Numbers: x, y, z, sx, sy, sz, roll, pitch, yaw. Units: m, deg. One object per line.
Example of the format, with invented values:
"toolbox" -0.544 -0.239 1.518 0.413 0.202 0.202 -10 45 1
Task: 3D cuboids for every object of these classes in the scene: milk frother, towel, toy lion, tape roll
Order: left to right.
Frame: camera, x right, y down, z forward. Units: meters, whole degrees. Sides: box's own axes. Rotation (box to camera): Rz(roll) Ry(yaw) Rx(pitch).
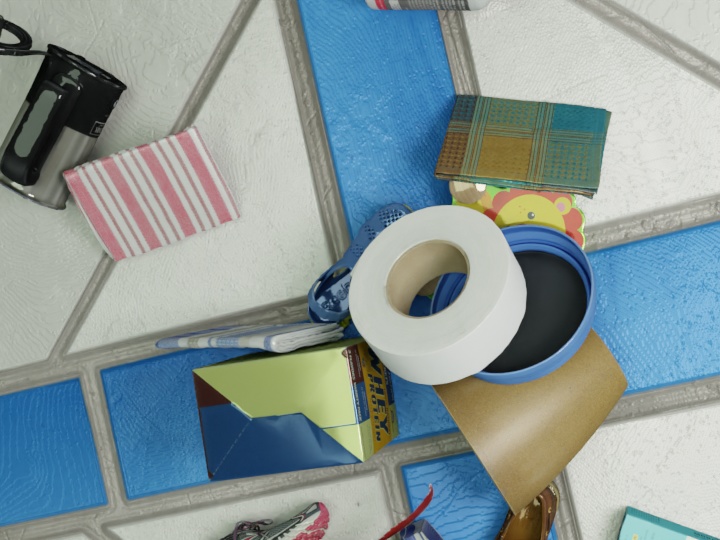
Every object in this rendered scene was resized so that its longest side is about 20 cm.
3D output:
"milk frother" -0.446 -0.213 1.585 0.198 0.180 0.190 32 97 15
"towel" -0.272 -0.102 1.581 0.197 0.030 0.148 -18 124 10
"towel" -0.137 0.086 1.503 0.197 0.146 0.024 -3 92 34
"tape roll" 0.087 0.026 1.388 0.200 0.071 0.205 -14 53 20
"toy lion" 0.176 -0.030 1.498 0.190 0.069 0.202 27 98 4
"towel" 0.199 -0.153 1.464 0.197 0.022 0.148 7 51 15

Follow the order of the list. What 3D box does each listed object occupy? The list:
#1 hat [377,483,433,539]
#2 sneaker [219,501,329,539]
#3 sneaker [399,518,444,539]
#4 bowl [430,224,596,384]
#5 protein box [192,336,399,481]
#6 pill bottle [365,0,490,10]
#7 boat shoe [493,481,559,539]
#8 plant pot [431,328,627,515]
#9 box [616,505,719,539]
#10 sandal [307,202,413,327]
"hat" 0.026 0.376 1.522 0.175 0.200 0.167 -37 102 -18
"sneaker" -0.131 0.355 1.571 0.198 0.081 0.075 -31 64 8
"sneaker" 0.083 0.428 1.516 0.114 0.081 0.201 -29 86 11
"bowl" 0.179 0.041 1.401 0.198 0.039 0.203 -15 52 19
"protein box" -0.074 0.165 1.487 0.195 0.200 0.137 -9 89 14
"pill bottle" 0.105 -0.376 1.476 0.197 0.111 0.113 4 92 14
"boat shoe" 0.192 0.354 1.494 0.071 0.068 0.203 18 96 13
"plant pot" 0.212 0.155 1.441 0.199 0.186 0.188 -35 83 0
"box" 0.404 0.360 1.451 0.197 0.049 0.084 18 96 13
"sandal" 0.000 0.000 1.525 0.079 0.087 0.201 39 98 12
